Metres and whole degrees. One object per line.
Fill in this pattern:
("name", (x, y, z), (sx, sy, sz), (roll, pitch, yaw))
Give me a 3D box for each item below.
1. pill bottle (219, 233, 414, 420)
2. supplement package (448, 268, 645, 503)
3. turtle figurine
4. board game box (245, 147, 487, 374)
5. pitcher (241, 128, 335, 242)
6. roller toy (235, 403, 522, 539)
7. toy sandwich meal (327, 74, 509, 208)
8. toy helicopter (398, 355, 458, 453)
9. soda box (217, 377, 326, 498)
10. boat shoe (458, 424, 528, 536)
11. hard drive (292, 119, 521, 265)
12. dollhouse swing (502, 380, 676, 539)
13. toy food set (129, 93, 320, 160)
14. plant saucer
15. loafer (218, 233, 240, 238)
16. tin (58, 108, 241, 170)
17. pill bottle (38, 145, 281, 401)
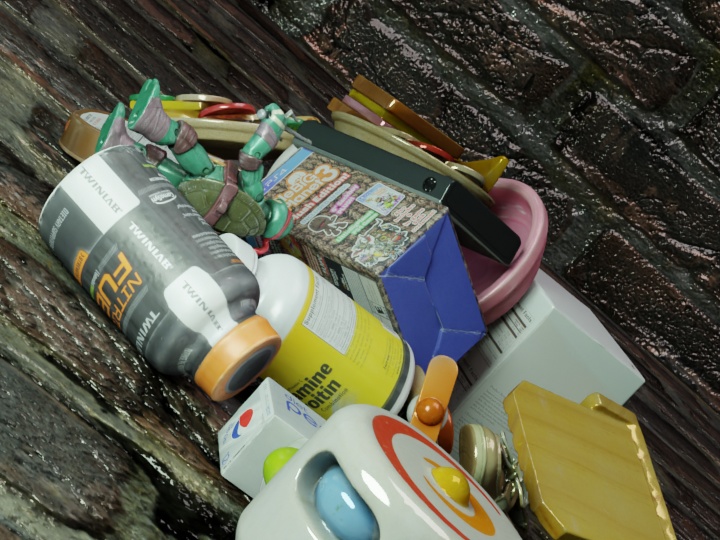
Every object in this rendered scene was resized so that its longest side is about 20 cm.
("pill bottle", (-0.057, 0.057, 1.421), (0.199, 0.112, 0.112), (37, 12, -27))
("supplement package", (0.150, 0.110, 1.724), (0.151, 0.200, 0.151), (37, 12, -31))
("turtle figurine", (-0.117, -0.081, 1.417), (0.199, 0.150, 0.101), (29, 41, -26))
("board game box", (0.000, 0.000, 1.561), (0.199, 0.097, 0.160), (25, -33, 41))
("pitcher", (-0.041, -0.042, 1.738), (0.172, 0.121, 0.200), (55, 48, -10))
("roller toy", (0.023, 0.188, 1.127), (0.200, 0.140, 0.183), (42, 11, -5))
("toy sandwich meal", (0.058, -0.126, 1.663), (0.204, 0.071, 0.205), (29, -2, 1))
("toy helicopter", (0.059, 0.165, 1.434), (0.078, 0.133, 0.201), (-2, 48, -14))
("soda box", (-0.013, 0.171, 1.267), (0.200, 0.064, 0.068), (39, 12, -19))
("boat shoe", (0.116, 0.185, 1.457), (0.200, 0.062, 0.074), (81, 10, -66))
("hard drive", (0.043, -0.076, 1.598), (0.199, 0.033, 0.139), (27, -6, 40))
("dollhouse swing", (0.188, 0.230, 1.576), (0.174, 0.182, 0.201), (10, 44, -23))
("toy food set", (-0.147, -0.153, 1.806), (0.198, 0.049, 0.198), (4, -3, 15))
("plant saucer", (0.104, -0.005, 1.688), (0.051, 0.200, 0.201), (53, 4, -32))
("loafer", (-0.122, -0.011, 1.577), (0.200, 0.063, 0.072), (48, 13, 24))
("tin", (-0.188, -0.100, 1.598), (0.198, 0.042, 0.112), (23, 17, -4))
("pill bottle", (-0.149, 0.006, 1.297), (0.200, 0.106, 0.106), (46, 11, 16))
